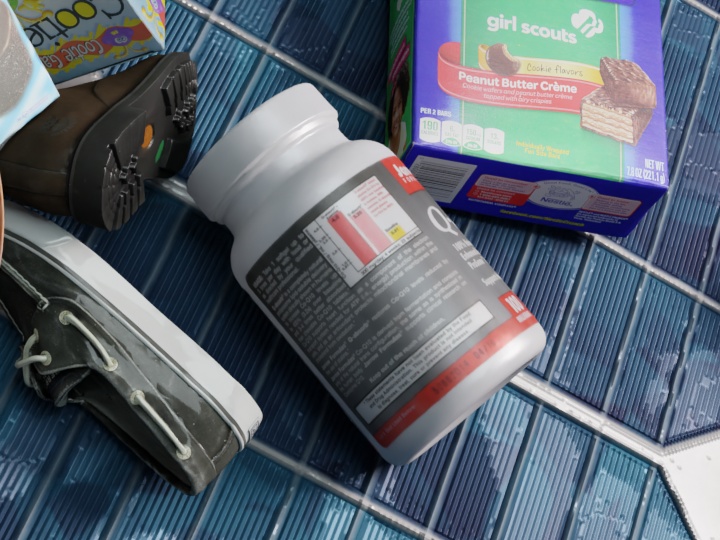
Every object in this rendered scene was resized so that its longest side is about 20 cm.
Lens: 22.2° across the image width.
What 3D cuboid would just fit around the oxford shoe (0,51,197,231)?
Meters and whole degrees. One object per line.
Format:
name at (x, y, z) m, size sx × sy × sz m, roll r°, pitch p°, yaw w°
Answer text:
oxford shoe at (-0.142, -0.083, 1.011) m, size 0.084 × 0.073 × 0.200 m, roll 9°, pitch 19°, yaw 12°

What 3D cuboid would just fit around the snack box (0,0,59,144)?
snack box at (-0.244, -0.079, 0.880) m, size 0.200 × 0.037 × 0.116 m, roll -47°, pitch 122°, yaw -37°

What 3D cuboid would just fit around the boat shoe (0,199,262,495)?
boat shoe at (-0.146, 0.038, 0.962) m, size 0.200 × 0.071 × 0.064 m, roll 38°, pitch 62°, yaw 6°

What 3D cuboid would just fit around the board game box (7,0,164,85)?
board game box at (-0.178, -0.214, 1.036) m, size 0.105 × 0.103 × 0.200 m, roll -16°, pitch 53°, yaw 15°

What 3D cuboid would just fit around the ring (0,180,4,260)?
ring at (-0.248, -0.024, 0.834) m, size 0.200 × 0.019 × 0.201 m, roll 1°, pitch 88°, yaw -48°

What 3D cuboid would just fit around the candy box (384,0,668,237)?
candy box at (0.104, -0.136, 1.169) m, size 0.169 × 0.077 × 0.200 m, roll 9°, pitch 62°, yaw -14°

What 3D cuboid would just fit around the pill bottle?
pill bottle at (0.000, 0.000, 1.030) m, size 0.116 × 0.116 × 0.200 m, roll -35°, pitch 81°, yaw -37°
